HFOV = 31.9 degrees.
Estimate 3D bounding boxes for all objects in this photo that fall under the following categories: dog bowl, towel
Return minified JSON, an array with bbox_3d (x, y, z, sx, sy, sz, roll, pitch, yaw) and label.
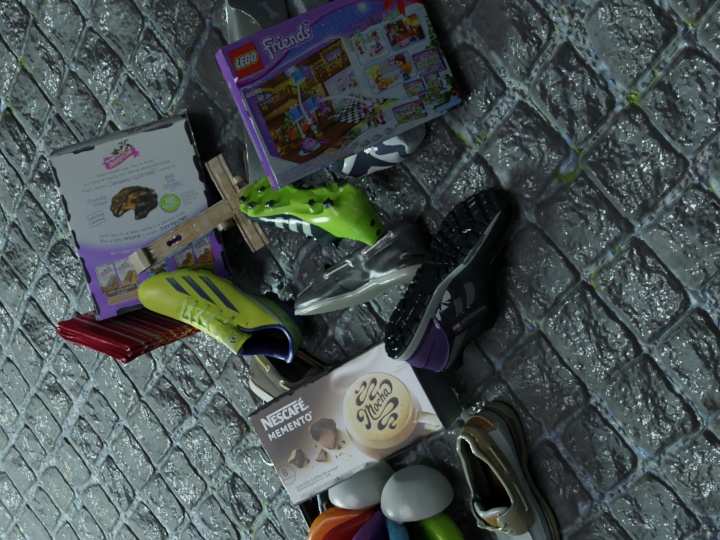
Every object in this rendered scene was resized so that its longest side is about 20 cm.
[{"bbox_3d":[-0.098,-0.192,1.271,0.200,0.058,0.203,173,90,-83],"label":"dog bowl"},{"bbox_3d":[-0.247,0.059,1.514,0.144,0.199,0.023,14,114,39],"label":"towel"}]

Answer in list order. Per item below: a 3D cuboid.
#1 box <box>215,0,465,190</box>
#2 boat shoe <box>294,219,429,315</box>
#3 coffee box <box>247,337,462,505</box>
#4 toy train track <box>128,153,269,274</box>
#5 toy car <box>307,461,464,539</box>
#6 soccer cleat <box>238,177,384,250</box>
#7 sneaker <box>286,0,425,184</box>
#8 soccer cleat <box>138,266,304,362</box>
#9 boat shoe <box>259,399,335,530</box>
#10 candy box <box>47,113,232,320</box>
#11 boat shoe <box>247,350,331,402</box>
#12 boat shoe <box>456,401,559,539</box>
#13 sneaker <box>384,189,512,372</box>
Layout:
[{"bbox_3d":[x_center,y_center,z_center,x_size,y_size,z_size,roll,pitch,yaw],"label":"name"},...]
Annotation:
[{"bbox_3d":[-0.018,-0.177,1.172,0.138,0.198,0.039,67,167,-5],"label":"box"},{"bbox_3d":[0.000,0.000,1.347,0.199,0.066,0.058,-22,76,43],"label":"boat shoe"},{"bbox_3d":[-0.006,0.154,1.356,0.199,0.080,0.114,-29,89,21],"label":"coffee box"},{"bbox_3d":[-0.178,-0.055,1.425,0.199,0.033,0.116,-30,89,10],"label":"toy train track"},{"bbox_3d":[0.023,0.315,1.415,0.199,0.149,0.177,3,112,44],"label":"toy car"},{"bbox_3d":[-0.057,-0.059,1.331,0.199,0.068,0.081,10,148,50],"label":"soccer cleat"},{"bbox_3d":[-0.035,-0.175,1.271,0.200,0.079,0.129,51,129,-2],"label":"sneaker"},{"bbox_3d":[-0.158,0.053,1.443,0.198,0.084,0.065,15,136,-13],"label":"soccer cleat"},{"bbox_3d":[-0.072,0.235,1.534,0.075,0.062,0.202,-17,97,50],"label":"boat shoe"},{"bbox_3d":[-0.257,-0.065,1.484,0.072,0.166,0.202,-122,18,-75],"label":"candy box"},{"bbox_3d":[-0.057,0.137,1.464,0.199,0.071,0.060,26,129,39],"label":"boat shoe"},{"bbox_3d":[0.148,0.242,1.314,0.074,0.068,0.202,-12,102,47],"label":"boat shoe"},{"bbox_3d":[0.106,0.013,1.249,0.201,0.087,0.076,-58,26,24],"label":"sneaker"}]
